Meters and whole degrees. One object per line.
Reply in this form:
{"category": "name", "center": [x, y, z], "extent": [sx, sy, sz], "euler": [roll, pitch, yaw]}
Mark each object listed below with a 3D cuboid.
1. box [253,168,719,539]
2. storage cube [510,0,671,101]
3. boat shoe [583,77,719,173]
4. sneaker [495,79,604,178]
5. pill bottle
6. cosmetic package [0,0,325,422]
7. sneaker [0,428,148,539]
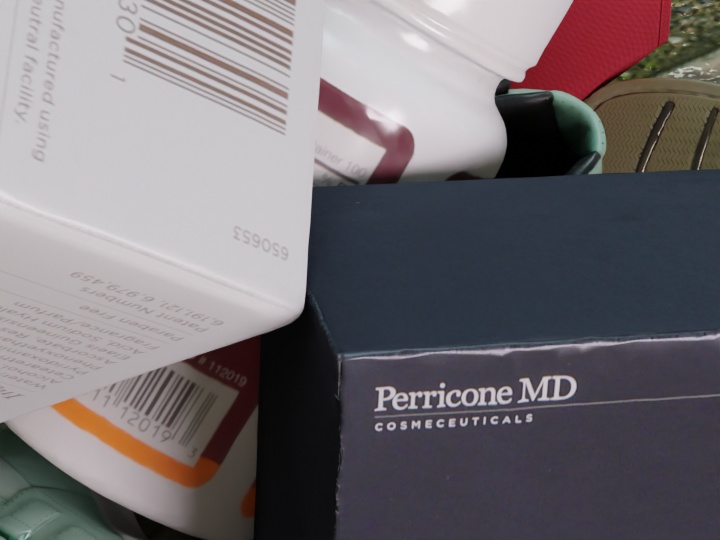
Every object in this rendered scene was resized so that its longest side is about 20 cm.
{"category": "box", "center": [0.075, 0.073, 0.682], "extent": [0.199, 0.183, 0.104], "euler": [-3, 28, -13]}
{"category": "storage cube", "center": [0.001, -0.136, 0.925], "extent": [0.180, 0.200, 0.171], "euler": [-35, 72, -6]}
{"category": "boat shoe", "center": [0.183, -0.029, 0.959], "extent": [0.200, 0.075, 0.068], "euler": [18, 7, 25]}
{"category": "sneaker", "center": [0.000, 0.000, 0.839], "extent": [0.200, 0.118, 0.074], "euler": [-32, 72, -26]}
{"category": "pill bottle", "center": [-0.026, -0.027, 0.739], "extent": [0.114, 0.200, 0.114], "euler": [32, 9, -6]}
{"category": "cosmetic package", "center": [-0.133, -0.061, 0.652], "extent": [0.166, 0.168, 0.200], "euler": [21, -29, -38]}
{"category": "sneaker", "center": [-0.120, 0.105, 0.717], "extent": [0.118, 0.074, 0.200], "euler": [1, 16, -18]}
